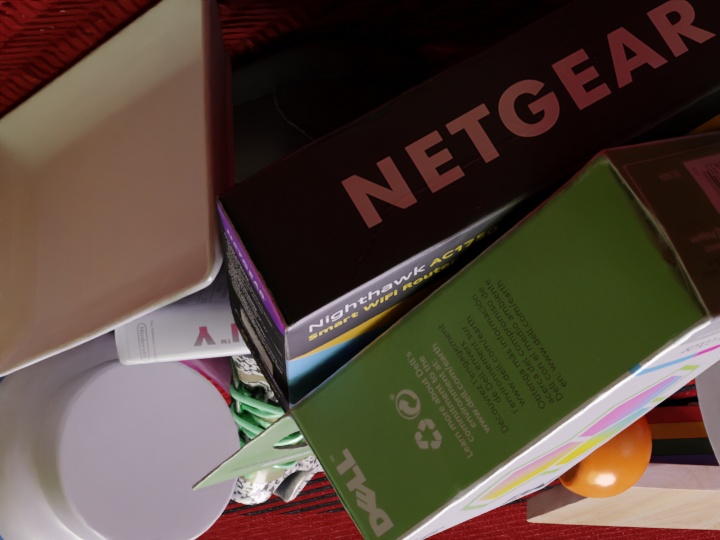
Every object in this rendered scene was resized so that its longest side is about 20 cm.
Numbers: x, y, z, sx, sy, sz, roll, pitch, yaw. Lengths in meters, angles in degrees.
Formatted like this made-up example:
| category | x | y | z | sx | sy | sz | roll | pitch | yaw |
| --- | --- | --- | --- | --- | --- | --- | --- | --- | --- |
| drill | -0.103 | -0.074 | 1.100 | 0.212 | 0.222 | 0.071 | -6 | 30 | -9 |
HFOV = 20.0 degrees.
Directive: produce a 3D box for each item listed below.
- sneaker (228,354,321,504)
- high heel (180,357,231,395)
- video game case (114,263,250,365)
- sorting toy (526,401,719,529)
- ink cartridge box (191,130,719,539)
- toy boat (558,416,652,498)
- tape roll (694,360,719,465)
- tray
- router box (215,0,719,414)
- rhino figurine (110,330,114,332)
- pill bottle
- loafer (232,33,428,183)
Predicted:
| category | x | y | z | sx | sy | sz | roll | pitch | yaw |
| --- | --- | --- | --- | --- | --- | --- | --- | --- | --- |
| sneaker | -0.034 | 0.067 | 0.947 | 0.077 | 0.089 | 0.200 | 19 | 169 | 13 |
| high heel | -0.031 | 0.030 | 1.128 | 0.200 | 0.067 | 0.096 | -10 | -139 | -46 |
| video game case | 0.000 | 0.000 | 0.842 | 0.182 | 0.023 | 0.200 | -5 | -170 | 1 |
| sorting toy | 0.246 | 0.143 | 1.507 | 0.198 | 0.070 | 0.200 | 4 | 166 | -14 |
| ink cartridge box | 0.049 | 0.036 | 0.662 | 0.200 | 0.059 | 0.104 | -40 | 164 | 33 |
| toy boat | 0.110 | 0.044 | 0.985 | 0.199 | 0.131 | 0.131 | -4 | 165 | 14 |
| tape roll | 0.244 | 0.024 | 0.764 | 0.139 | 0.203 | 0.202 | 12 | 161 | -40 |
| tray | -0.092 | -0.027 | 0.751 | 0.022 | 0.108 | 0.200 | 4 | 166 | -31 |
| router box | 0.051 | -0.030 | 0.672 | 0.200 | 0.051 | 0.149 | -29 | 168 | -8 |
| rhino figurine | -0.116 | 0.005 | 0.976 | 0.200 | 0.060 | 0.087 | 10 | 172 | -43 |
| pill bottle | -0.130 | 0.086 | 0.936 | 0.112 | 0.113 | 0.200 | 6 | 172 | -24 |
| loafer | -0.052 | -0.034 | 0.796 | 0.073 | 0.072 | 0.200 | 10 | 163 | -34 |
